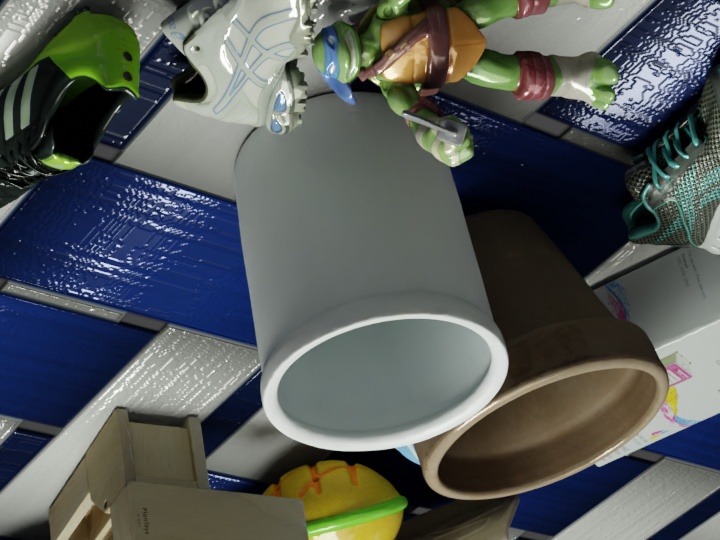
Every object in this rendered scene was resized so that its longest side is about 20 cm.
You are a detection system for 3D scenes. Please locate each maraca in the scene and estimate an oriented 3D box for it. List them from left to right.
[{"bbox_3d":[-0.050,0.232,1.728,0.200,0.107,0.137,-16,173,29],"label":"maraca"}]

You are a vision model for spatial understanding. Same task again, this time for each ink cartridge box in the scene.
[{"bbox_3d":[0.250,0.070,1.615,0.200,0.085,0.144,-28,142,19],"label":"ink cartridge box"}]

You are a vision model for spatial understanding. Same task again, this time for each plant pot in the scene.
[{"bbox_3d":[0.112,0.053,1.454,0.200,0.175,0.200,-18,152,-9],"label":"plant pot"}]

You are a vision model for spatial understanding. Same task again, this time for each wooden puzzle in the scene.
[{"bbox_3d":[0.061,0.268,1.755,0.185,0.046,0.200,-24,-176,9],"label":"wooden puzzle"}]

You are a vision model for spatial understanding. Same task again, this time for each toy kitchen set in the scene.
[{"bbox_3d":[-0.156,0.256,1.643,0.163,0.200,0.181,9,139,-27],"label":"toy kitchen set"}]

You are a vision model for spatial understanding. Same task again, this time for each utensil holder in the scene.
[{"bbox_3d":[0.000,0.000,1.339,0.169,0.200,0.170,-9,144,-6],"label":"utensil holder"}]

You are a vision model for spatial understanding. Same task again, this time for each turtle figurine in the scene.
[{"bbox_3d":[0.079,-0.147,1.203,0.193,0.144,0.200,-7,158,-21],"label":"turtle figurine"}]

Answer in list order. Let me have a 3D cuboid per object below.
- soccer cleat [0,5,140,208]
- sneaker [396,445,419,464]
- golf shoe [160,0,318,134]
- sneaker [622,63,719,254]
[{"bbox_3d":[-0.213,-0.089,1.251,0.067,0.081,0.200,18,135,-36],"label":"soccer cleat"},{"bbox_3d":[0.100,0.152,1.708,0.072,0.072,0.200,4,169,42],"label":"sneaker"},{"bbox_3d":[-0.078,-0.160,1.206,0.097,0.078,0.200,1,142,-8],"label":"golf shoe"},{"bbox_3d":[0.245,-0.076,1.423,0.091,0.078,0.200,-4,143,-5],"label":"sneaker"}]
